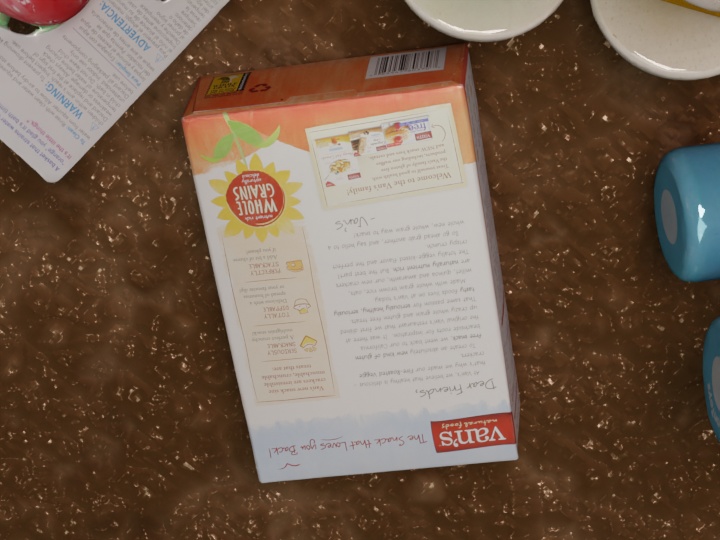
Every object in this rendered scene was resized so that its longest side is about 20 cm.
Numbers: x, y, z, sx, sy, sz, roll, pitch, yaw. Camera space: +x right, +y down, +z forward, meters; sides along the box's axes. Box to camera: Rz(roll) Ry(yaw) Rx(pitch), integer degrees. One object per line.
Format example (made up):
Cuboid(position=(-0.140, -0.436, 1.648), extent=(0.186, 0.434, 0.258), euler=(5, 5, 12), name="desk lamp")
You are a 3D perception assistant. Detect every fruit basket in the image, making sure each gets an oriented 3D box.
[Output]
Cuboid(position=(-0.123, -0.164, 0.811), extent=(0.200, 0.094, 0.185), euler=(-43, 124, 6), name="fruit basket")

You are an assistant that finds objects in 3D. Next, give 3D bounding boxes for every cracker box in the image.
Cuboid(position=(0.000, 0.000, 0.936), extent=(0.133, 0.058, 0.202), euler=(-6, 116, 9), name="cracker box")

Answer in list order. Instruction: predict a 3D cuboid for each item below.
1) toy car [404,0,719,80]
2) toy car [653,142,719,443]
Cuboid(position=(0.102, -0.169, 0.770), extent=(0.198, 0.175, 0.152), euler=(10, 83, 0), name="toy car")
Cuboid(position=(0.232, 0.043, 0.908), extent=(0.182, 0.178, 0.201), euler=(-6, 146, -6), name="toy car")
